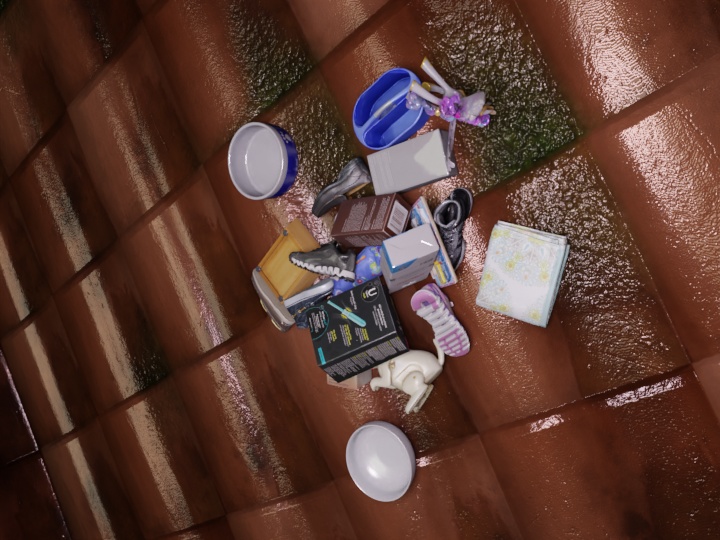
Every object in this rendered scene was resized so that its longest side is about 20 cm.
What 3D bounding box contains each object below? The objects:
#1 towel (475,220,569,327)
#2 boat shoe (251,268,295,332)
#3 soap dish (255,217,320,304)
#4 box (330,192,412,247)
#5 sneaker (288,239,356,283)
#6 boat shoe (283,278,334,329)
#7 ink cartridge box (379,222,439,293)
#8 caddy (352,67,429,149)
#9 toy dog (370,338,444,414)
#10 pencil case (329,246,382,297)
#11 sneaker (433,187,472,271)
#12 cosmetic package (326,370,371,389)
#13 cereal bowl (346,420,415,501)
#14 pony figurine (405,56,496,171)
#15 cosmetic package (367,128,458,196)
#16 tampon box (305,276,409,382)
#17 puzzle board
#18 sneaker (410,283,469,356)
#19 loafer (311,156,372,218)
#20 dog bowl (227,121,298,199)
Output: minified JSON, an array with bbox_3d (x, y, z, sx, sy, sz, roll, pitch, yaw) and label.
[{"bbox_3d":[0.358,0.005,1.197,0.167,0.048,0.207,19,107,29],"label":"towel"},{"bbox_3d":[-0.257,0.085,1.546,0.201,0.071,0.060,51,125,15],"label":"boat shoe"},{"bbox_3d":[-0.191,-0.017,1.486,0.158,0.081,0.201,50,118,14],"label":"soap dish"},{"bbox_3d":[0.022,-0.117,1.299,0.196,0.074,0.103,2,66,47],"label":"box"},{"bbox_3d":[-0.090,-0.034,1.358,0.195,0.066,0.093,14,84,25],"label":"sneaker"},{"bbox_3d":[-0.119,0.089,1.402,0.198,0.070,0.093,-24,96,47],"label":"boat shoe"},{"bbox_3d":[0.107,-0.023,1.243,0.113,0.201,0.068,-21,73,-8],"label":"ink cartridge box"},{"bbox_3d":[0.071,-0.375,1.265,0.198,0.104,0.144,-35,82,29],"label":"caddy"},{"bbox_3d":[0.093,0.226,1.332,0.198,0.139,0.197,35,100,20],"label":"toy dog"},{"bbox_3d":[0.000,0.000,1.378,0.199,0.086,0.080,-39,38,27],"label":"pencil case"},{"bbox_3d":[0.199,-0.086,1.231,0.073,0.113,0.207,16,105,24],"label":"sneaker"},{"bbox_3d":[-0.031,0.197,1.423,0.100,0.087,0.208,3,99,30],"label":"cosmetic package"},{"bbox_3d":[0.062,0.490,1.418,0.194,0.083,0.208,5,101,29],"label":"cereal bowl"},{"bbox_3d":[0.191,-0.341,1.135,0.196,0.196,0.168,28,140,-4],"label":"pony figurine"},{"bbox_3d":[0.122,-0.248,1.270,0.195,0.090,0.111,-12,92,27],"label":"cosmetic package"},{"bbox_3d":[-0.006,0.141,1.262,0.195,0.127,0.153,-24,57,9],"label":"tampon box"},{"bbox_3d":[0.161,-0.058,1.251,0.017,0.151,0.206,-20,86,-9],"label":"puzzle board"},{"bbox_3d":[0.200,0.111,1.288,0.079,0.089,0.202,-28,105,28],"label":"sneaker"},{"bbox_3d":[-0.051,-0.197,1.385,0.199,0.072,0.073,-43,81,29],"label":"loafer"},{"bbox_3d":[-0.269,-0.301,1.487,0.194,0.078,0.208,5,101,28],"label":"dog bowl"}]
